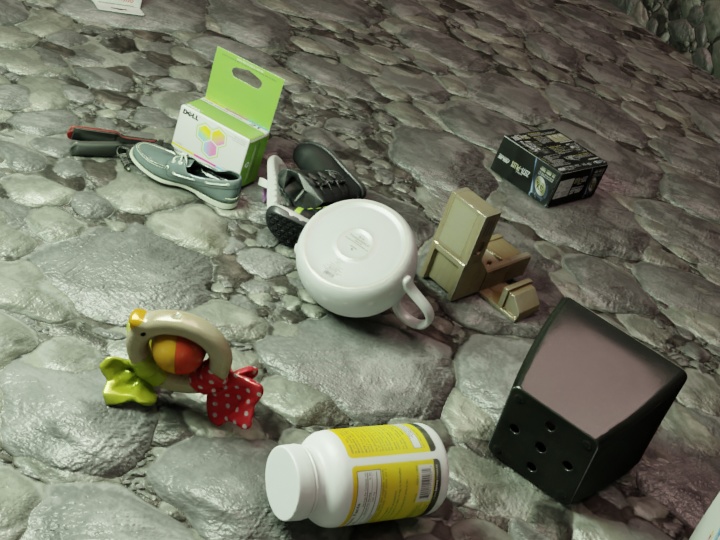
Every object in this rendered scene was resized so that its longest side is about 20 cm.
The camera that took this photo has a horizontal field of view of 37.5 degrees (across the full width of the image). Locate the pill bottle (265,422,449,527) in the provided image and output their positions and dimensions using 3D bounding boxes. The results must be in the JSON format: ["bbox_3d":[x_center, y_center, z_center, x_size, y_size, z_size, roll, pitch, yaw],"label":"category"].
[{"bbox_3d":[-0.005,0.241,1.246,0.200,0.113,0.112,1,35,-31],"label":"pill bottle"}]

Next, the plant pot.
[{"bbox_3d":[0.288,0.195,1.446,0.199,0.200,0.177,35,45,22],"label":"plant pot"}]

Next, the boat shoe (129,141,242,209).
[{"bbox_3d":[-0.289,-0.174,1.779,0.200,0.062,0.073,27,41,-1],"label":"boat shoe"}]

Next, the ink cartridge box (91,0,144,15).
[{"bbox_3d":[-0.564,-0.657,2.411,0.116,0.068,0.200,0,36,-32],"label":"ink cartridge box"}]

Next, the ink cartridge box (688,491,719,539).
[{"bbox_3d":[0.488,0.383,1.290,0.147,0.145,0.200,25,30,6],"label":"ink cartridge box"}]

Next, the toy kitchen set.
[{"bbox_3d":[0.245,-0.033,1.784,0.200,0.181,0.163,-18,48,-42],"label":"toy kitchen set"}]

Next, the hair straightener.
[{"bbox_3d":[-0.397,-0.196,1.806,0.200,0.041,0.077,7,53,-33],"label":"hair straightener"}]

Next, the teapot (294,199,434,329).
[{"bbox_3d":[0.000,0.000,1.625,0.197,0.146,0.200,-9,56,-1],"label":"teapot"}]

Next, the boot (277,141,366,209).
[{"bbox_3d":[-0.093,-0.165,1.868,0.165,0.066,0.200,36,24,15],"label":"boot"}]

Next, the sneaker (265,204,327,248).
[{"bbox_3d":[-0.063,-0.074,1.754,0.200,0.072,0.083,22,53,-19],"label":"sneaker"}]

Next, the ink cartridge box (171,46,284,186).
[{"bbox_3d":[-0.234,-0.265,1.842,0.148,0.200,0.076,29,31,14],"label":"ink cartridge box"}]

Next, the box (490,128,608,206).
[{"bbox_3d":[0.411,-0.226,2.301,0.164,0.086,0.200,39,34,29],"label":"box"}]

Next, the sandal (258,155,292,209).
[{"bbox_3d":[-0.153,-0.135,1.829,0.050,0.083,0.203,-22,31,12],"label":"sandal"}]

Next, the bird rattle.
[{"bbox_3d":[-0.215,0.117,1.286,0.200,0.163,0.113,16,47,9],"label":"bird rattle"}]
